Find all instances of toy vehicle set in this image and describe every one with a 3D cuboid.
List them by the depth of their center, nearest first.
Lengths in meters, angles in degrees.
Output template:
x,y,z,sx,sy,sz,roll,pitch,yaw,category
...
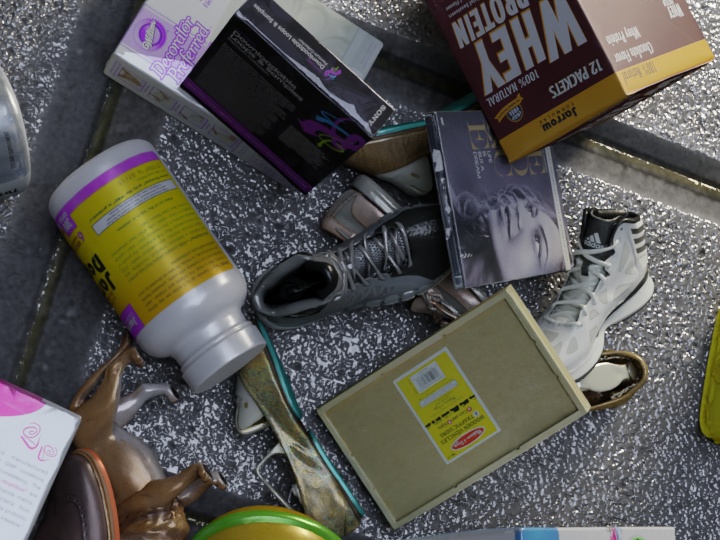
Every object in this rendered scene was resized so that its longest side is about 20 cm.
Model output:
x,y,z,sx,sy,sz,roll,pitch,yaw,category
0.078,0.117,1.640,0.199,0.027,0.125,-33,91,14,toy vehicle set

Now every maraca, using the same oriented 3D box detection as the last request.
x,y,z,sx,sy,sz,roll,pitch,yaw,category
-0.057,0.262,1.582,0.199,0.137,0.107,27,28,-23,maraca

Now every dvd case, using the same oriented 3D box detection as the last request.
x,y,z,sx,sy,sz,roll,pitch,yaw,category
0.124,-0.065,1.681,0.200,0.016,0.150,-8,88,-57,dvd case

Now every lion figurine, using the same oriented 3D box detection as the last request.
x,y,z,sx,sy,sz,roll,pitch,yaw,category
-0.191,0.160,1.586,0.122,0.072,0.201,-31,74,7,lion figurine

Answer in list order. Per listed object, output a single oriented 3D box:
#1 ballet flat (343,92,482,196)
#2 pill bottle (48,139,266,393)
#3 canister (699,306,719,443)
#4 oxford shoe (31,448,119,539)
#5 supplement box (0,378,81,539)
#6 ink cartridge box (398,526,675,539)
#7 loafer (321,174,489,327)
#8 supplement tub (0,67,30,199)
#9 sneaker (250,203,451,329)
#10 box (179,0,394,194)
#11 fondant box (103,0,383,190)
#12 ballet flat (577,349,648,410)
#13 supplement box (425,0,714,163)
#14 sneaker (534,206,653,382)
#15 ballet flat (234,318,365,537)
x,y,z,sx,sy,sz,roll,pitch,yaw,category
0.065,-0.109,1.722,0.199,0.068,0.073,-21,99,-30,ballet flat
-0.163,-0.001,1.591,0.104,0.104,0.200,-32,81,-21,pill bottle
0.426,0.108,1.782,0.199,0.087,0.149,17,75,-16,canister
-0.241,0.240,1.527,0.072,0.071,0.201,11,81,-44,oxford shoe
-0.310,0.189,1.519,0.101,0.103,0.201,26,73,-10,supplement box
0.149,0.287,1.588,0.199,0.146,0.148,6,76,-44,ink cartridge box
0.051,0.005,1.698,0.063,0.072,0.200,-44,88,-4,loafer
-0.374,-0.095,1.545,0.199,0.122,0.123,-18,85,-20,supplement tub
0.000,0.000,1.612,0.199,0.115,0.075,-24,87,3,sneaker
-0.062,-0.139,1.554,0.143,0.200,0.036,41,72,-6,box
-0.101,-0.185,1.686,0.199,0.058,0.145,31,72,-9,fondant box
0.163,0.102,1.709,0.199,0.063,0.069,-13,85,-19,ballet flat
0.178,-0.228,1.700,0.197,0.132,0.201,-25,86,-54,supplement box
0.186,0.012,1.689,0.200,0.075,0.116,-42,135,-39,sneaker
-0.068,0.139,1.630,0.070,0.071,0.201,-28,88,-21,ballet flat
